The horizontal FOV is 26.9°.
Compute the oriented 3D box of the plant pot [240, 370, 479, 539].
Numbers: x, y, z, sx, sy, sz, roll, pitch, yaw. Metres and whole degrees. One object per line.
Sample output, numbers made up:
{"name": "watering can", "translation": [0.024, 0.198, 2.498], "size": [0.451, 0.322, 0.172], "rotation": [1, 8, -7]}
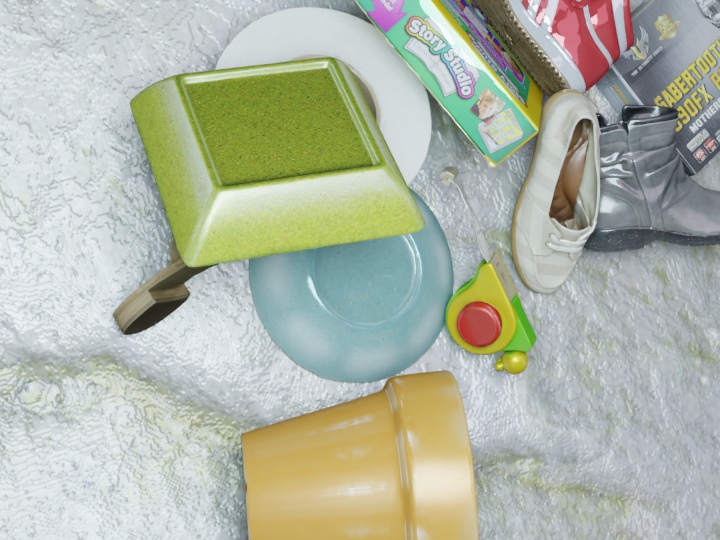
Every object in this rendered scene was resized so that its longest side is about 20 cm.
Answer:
{"name": "plant pot", "translation": [-0.006, 0.192, 1.267], "size": [0.182, 0.200, 0.201], "rotation": [-4, 84, -4]}

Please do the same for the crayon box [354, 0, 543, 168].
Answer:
{"name": "crayon box", "translation": [0.080, -0.201, 1.351], "size": [0.058, 0.173, 0.200], "rotation": [-38, 98, 18]}

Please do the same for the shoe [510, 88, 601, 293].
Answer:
{"name": "shoe", "translation": [0.184, -0.064, 1.387], "size": [0.070, 0.053, 0.201], "rotation": [-5, 117, -21]}

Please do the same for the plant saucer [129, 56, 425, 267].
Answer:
{"name": "plant saucer", "translation": [-0.067, -0.103, 1.205], "size": [0.199, 0.048, 0.200], "rotation": [-9, 49, -18]}

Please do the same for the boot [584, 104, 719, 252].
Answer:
{"name": "boot", "translation": [0.299, -0.093, 1.431], "size": [0.199, 0.070, 0.132], "rotation": [-7, 110, -11]}

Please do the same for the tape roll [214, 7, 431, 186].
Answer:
{"name": "tape roll", "translation": [-0.040, -0.128, 1.328], "size": [0.201, 0.071, 0.204], "rotation": [5, 68, -13]}

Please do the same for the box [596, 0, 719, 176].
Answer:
{"name": "box", "translation": [0.339, -0.213, 1.512], "size": [0.200, 0.048, 0.159], "rotation": [-42, 98, -20]}

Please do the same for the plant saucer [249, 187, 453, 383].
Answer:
{"name": "plant saucer", "translation": [0.000, 0.000, 1.364], "size": [0.200, 0.039, 0.202], "rotation": [3, 81, -20]}

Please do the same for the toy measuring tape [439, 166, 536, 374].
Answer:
{"name": "toy measuring tape", "translation": [0.097, 0.008, 1.379], "size": [0.073, 0.074, 0.201], "rotation": [-28, 98, -21]}

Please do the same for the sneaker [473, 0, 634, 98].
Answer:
{"name": "sneaker", "translation": [0.174, -0.264, 1.398], "size": [0.112, 0.071, 0.200], "rotation": [-37, 97, -13]}

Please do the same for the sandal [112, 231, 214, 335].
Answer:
{"name": "sandal", "translation": [-0.139, -0.032, 1.255], "size": [0.211, 0.078, 0.070], "rotation": [-37, 77, 22]}
